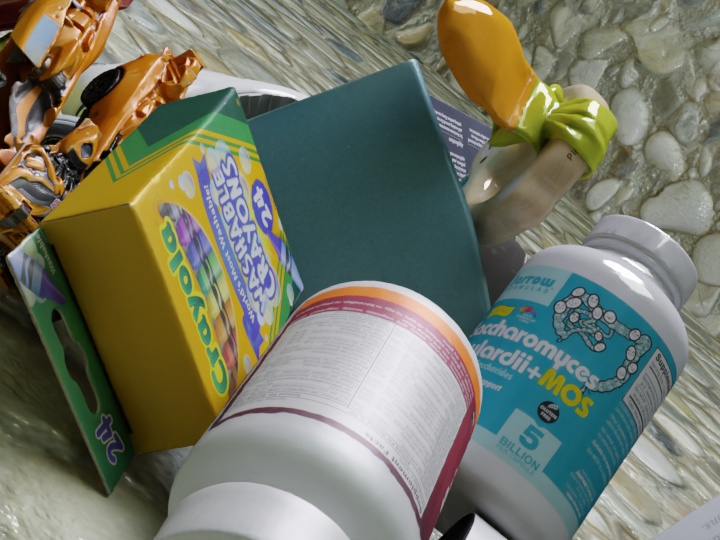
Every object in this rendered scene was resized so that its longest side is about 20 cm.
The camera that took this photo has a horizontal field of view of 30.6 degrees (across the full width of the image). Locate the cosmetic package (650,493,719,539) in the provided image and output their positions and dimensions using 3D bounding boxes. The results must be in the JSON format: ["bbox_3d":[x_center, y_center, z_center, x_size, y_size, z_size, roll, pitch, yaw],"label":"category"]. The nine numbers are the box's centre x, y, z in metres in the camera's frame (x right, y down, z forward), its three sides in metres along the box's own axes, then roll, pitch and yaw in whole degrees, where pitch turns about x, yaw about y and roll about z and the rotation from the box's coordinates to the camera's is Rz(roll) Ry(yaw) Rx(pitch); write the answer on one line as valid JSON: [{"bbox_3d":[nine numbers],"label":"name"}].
[{"bbox_3d":[0.275,0.222,0.753,0.165,0.164,0.200,51,-12,41],"label":"cosmetic package"}]

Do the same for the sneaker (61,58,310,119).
[{"bbox_3d":[-0.108,-0.112,0.906,0.199,0.077,0.081,4,36,-31],"label":"sneaker"}]

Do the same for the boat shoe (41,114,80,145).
[{"bbox_3d":[-0.132,-0.020,0.793,0.200,0.072,0.071,42,9,1],"label":"boat shoe"}]

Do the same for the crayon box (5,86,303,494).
[{"bbox_3d":[-0.091,0.001,0.657,0.200,0.051,0.126,-65,141,-61],"label":"crayon box"}]

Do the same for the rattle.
[{"bbox_3d":[0.067,-0.091,0.868,0.142,0.131,0.200,24,0,-15],"label":"rattle"}]

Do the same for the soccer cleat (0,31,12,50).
[{"bbox_3d":[-0.229,-0.112,0.800,0.065,0.084,0.200,32,14,-11],"label":"soccer cleat"}]

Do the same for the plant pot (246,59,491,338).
[{"bbox_3d":[0.000,0.000,0.837,0.141,0.141,0.201,122,-53,-78],"label":"plant pot"}]

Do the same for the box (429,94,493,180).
[{"bbox_3d":[0.040,-0.029,1.028,0.200,0.104,0.183,15,68,-60],"label":"box"}]

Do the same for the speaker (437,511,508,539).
[{"bbox_3d":[0.106,0.214,0.662,0.200,0.081,0.081,39,13,1],"label":"speaker"}]

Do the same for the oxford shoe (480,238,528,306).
[{"bbox_3d":[0.095,0.074,0.946,0.071,0.201,0.071,-1,-3,4],"label":"oxford shoe"}]

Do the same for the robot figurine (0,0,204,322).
[{"bbox_3d":[-0.158,-0.072,0.707,0.145,0.058,0.200,52,41,-35],"label":"robot figurine"}]

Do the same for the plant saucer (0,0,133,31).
[{"bbox_3d":[-0.248,-0.173,0.834,0.200,0.199,0.037,-41,122,-77],"label":"plant saucer"}]

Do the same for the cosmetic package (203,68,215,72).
[{"bbox_3d":[-0.086,-0.083,1.126,0.200,0.071,0.105,40,14,-1],"label":"cosmetic package"}]

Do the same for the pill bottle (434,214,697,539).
[{"bbox_3d":[0.111,0.063,0.743,0.111,0.200,0.111,33,-22,15],"label":"pill bottle"}]

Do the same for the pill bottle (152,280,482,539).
[{"bbox_3d":[-0.018,0.093,0.579,0.109,0.110,0.200,39,31,-3],"label":"pill bottle"}]
